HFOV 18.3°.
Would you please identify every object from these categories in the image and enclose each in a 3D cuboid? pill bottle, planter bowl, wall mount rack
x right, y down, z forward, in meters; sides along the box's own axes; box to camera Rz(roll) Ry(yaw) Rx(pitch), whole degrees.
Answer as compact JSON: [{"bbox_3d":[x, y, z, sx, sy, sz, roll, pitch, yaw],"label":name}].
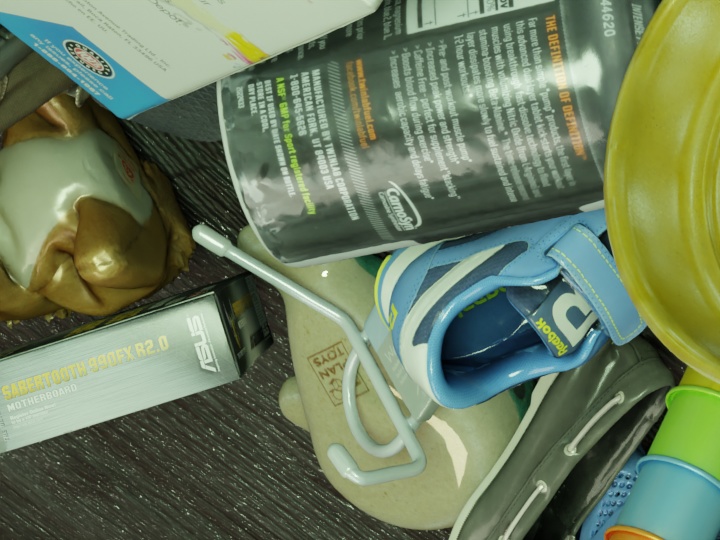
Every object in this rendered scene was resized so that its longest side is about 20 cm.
[{"bbox_3d":[0.054,-0.069,0.857,0.199,0.107,0.106,-11,142,17],"label":"pill bottle"},{"bbox_3d":[0.186,-0.038,0.738,0.200,0.201,0.083,5,162,44],"label":"planter bowl"},{"bbox_3d":[0.000,0.000,1.102,0.174,0.074,0.200,59,137,31],"label":"wall mount rack"}]

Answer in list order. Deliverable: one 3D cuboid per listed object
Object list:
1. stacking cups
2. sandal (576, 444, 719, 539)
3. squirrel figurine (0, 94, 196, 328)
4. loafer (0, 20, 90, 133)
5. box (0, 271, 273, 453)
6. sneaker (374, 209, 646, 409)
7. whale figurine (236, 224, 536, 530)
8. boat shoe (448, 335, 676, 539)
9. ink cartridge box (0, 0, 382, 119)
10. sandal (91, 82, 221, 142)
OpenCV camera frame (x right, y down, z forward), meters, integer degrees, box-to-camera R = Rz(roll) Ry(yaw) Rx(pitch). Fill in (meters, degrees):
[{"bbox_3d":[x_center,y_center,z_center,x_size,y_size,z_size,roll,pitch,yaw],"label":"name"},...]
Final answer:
[{"bbox_3d":[0.150,0.119,1.065,0.060,0.200,0.061,23,154,12],"label":"stacking cups"},{"bbox_3d":[0.143,0.131,1.205,0.200,0.079,0.087,29,138,67],"label":"sandal"},{"bbox_3d":[-0.199,-0.007,1.231,0.142,0.186,0.200,65,-168,15],"label":"squirrel figurine"},{"bbox_3d":[-0.125,-0.111,0.928,0.073,0.200,0.071,40,145,24],"label":"loafer"},{"bbox_3d":[-0.135,0.050,1.216,0.200,0.158,0.049,-40,-67,-85],"label":"box"},{"bbox_3d":[0.099,-0.006,0.917,0.200,0.082,0.074,-33,116,15],"label":"sneaker"},{"bbox_3d":[0.019,0.041,1.220,0.159,0.104,0.200,-29,97,42],"label":"whale figurine"},{"bbox_3d":[0.099,0.118,1.161,0.057,0.201,0.067,39,-154,31],"label":"boat shoe"},{"bbox_3d":[-0.063,-0.168,0.798,0.147,0.145,0.200,39,155,-22],"label":"ink cartridge box"},{"bbox_3d":[-0.074,-0.111,1.069,0.076,0.043,0.200,24,157,-15],"label":"sandal"}]
